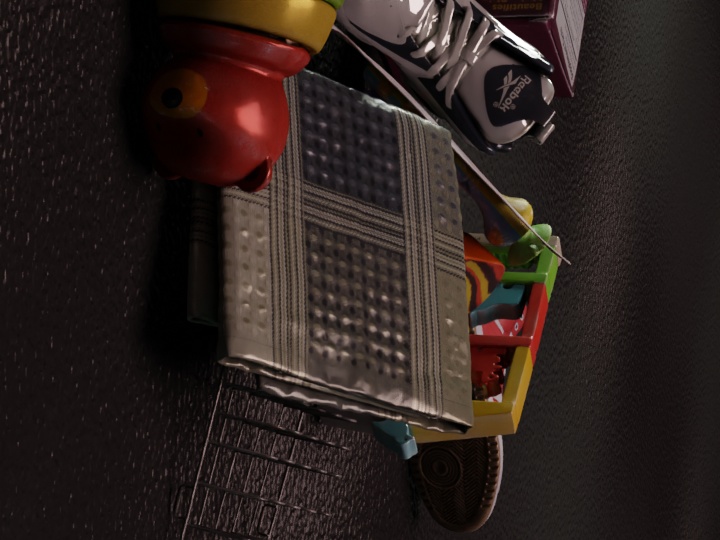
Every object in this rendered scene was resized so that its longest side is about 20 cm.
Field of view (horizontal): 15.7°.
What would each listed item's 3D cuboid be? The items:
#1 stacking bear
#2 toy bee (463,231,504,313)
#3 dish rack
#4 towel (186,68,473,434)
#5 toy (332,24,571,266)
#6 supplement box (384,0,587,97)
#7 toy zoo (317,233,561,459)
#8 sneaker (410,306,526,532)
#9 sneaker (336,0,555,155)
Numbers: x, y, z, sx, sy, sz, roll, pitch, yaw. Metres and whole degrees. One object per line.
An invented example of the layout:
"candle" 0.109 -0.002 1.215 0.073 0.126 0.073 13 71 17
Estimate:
"stacking bear" -0.062 -0.143 1.358 0.114 0.121 0.202 18 84 -65
"toy bee" 0.000 0.000 1.600 0.200 0.109 0.131 33 11 -35
"dish rack" -0.045 0.096 1.476 0.153 0.054 0.202 27 76 -70
"towel" -0.017 -0.015 1.449 0.192 0.034 0.202 19 57 -40
"toy" 0.039 -0.071 1.622 0.200 0.047 0.115 41 3 -22
"supplement box" 0.093 -0.230 1.816 0.103 0.130 0.201 63 33 -58
"toy zoo" 0.051 0.048 1.701 0.201 0.130 0.021 -72 157 -45
"sneaker" 0.081 0.083 1.914 0.112 0.071 0.202 -37 125 -65
"sneaker" 0.064 -0.138 1.640 0.080 0.129 0.199 -48 145 -11
